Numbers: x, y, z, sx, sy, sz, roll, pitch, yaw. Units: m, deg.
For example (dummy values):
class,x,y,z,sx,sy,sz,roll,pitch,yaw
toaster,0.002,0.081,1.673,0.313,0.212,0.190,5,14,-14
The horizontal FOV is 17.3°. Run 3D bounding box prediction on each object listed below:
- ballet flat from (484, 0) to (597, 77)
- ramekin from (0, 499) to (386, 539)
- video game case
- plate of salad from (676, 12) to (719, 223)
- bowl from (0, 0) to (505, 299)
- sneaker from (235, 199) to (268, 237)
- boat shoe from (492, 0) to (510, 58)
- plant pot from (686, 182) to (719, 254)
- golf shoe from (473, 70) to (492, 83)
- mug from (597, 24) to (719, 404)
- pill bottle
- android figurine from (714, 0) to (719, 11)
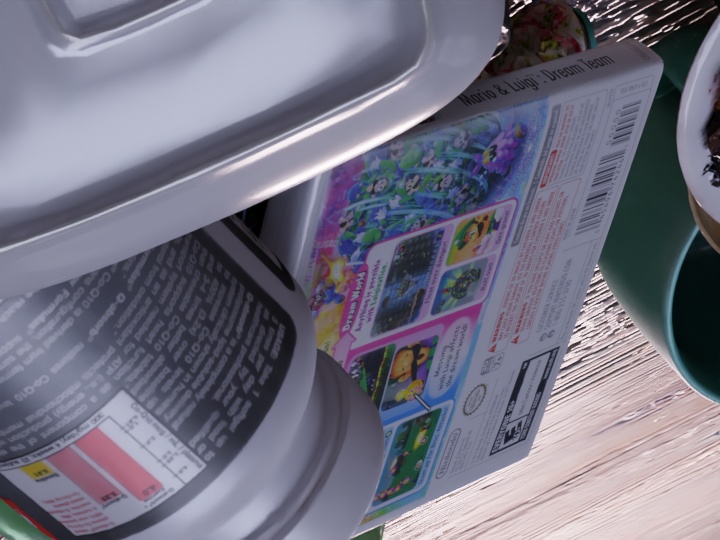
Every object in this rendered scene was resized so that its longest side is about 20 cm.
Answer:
class,x,y,z,sx,sy,sz,roll,pitch,yaw
ballet flat,0.043,-0.046,1.016,0.063,0.076,0.200,-8,155,-20
ramekin,-0.074,0.073,1.032,0.199,0.098,0.200,14,155,7
video game case,0.023,0.017,0.888,0.181,0.024,0.201,-19,137,-40
plate of salad,0.222,-0.077,0.943,0.199,0.048,0.201,-14,138,-13
bowl,-0.064,-0.090,0.569,0.199,0.075,0.201,-23,120,-4
sneaker,-0.063,-0.028,0.883,0.077,0.071,0.200,-20,-179,-5
boat shoe,-0.007,-0.074,0.775,0.074,0.063,0.201,-35,166,29
plant pot,0.225,-0.077,1.000,0.199,0.028,0.201,-14,138,-13
golf shoe,0.000,0.000,0.913,0.201,0.091,0.075,-58,-158,-12
mug,0.187,-0.041,1.117,0.151,0.115,0.186,-6,123,-21
pill bottle,-0.085,0.017,0.731,0.115,0.116,0.200,-30,127,20
android figurine,0.228,-0.166,0.955,0.199,0.041,0.182,-24,162,8
